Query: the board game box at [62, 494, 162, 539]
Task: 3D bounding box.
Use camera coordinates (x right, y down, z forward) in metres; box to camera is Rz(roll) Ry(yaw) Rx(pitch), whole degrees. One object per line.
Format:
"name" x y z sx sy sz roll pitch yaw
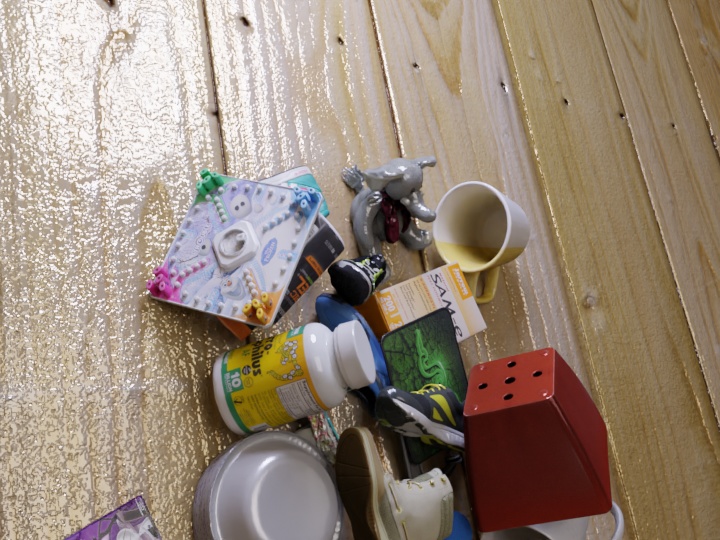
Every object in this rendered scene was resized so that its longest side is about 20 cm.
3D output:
"board game box" -0.267 0.385 0.949 0.119 0.032 0.203 -25 86 -35

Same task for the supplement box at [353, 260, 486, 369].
"supplement box" 0.098 0.077 1.311 0.198 0.073 0.128 -21 83 -39

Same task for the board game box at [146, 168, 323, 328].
"board game box" -0.171 -0.038 1.092 0.203 0.196 0.026 -69 155 -21

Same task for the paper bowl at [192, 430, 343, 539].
"paper bowl" -0.108 0.310 1.045 0.197 0.104 0.205 16 61 -31

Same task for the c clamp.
"c clamp" 0.118 0.236 1.256 0.169 0.027 0.205 -7 90 -46

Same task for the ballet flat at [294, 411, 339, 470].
"ballet flat" -0.075 0.204 1.148 0.063 0.076 0.203 -21 77 -10

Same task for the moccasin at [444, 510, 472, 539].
"moccasin" 0.073 0.390 1.163 0.197 0.068 0.082 0 62 -36

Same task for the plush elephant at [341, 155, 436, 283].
"plush elephant" 0.061 -0.112 1.314 0.163 0.154 0.203 -27 87 -39

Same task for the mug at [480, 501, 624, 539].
"mug" 0.305 0.383 1.251 0.176 0.196 0.150 -49 134 -46

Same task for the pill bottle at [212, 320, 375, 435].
"pill bottle" -0.084 0.136 1.064 0.113 0.196 0.115 -18 90 -78

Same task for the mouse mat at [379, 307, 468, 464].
"mouse mat" 0.108 0.173 1.240 0.159 0.007 0.205 -21 98 -40

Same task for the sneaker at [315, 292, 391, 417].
"sneaker" -0.013 0.128 1.217 0.078 0.066 0.202 -38 94 -36

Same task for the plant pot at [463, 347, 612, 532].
"plant pot" 0.245 0.234 1.195 0.179 0.196 0.201 66 22 -19

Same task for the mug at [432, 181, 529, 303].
"mug" 0.214 -0.057 1.426 0.149 0.188 0.152 44 22 26

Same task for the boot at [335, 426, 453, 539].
"boot" 0.051 0.291 1.093 0.153 0.071 0.205 -15 92 -42

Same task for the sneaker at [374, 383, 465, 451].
"sneaker" 0.092 0.200 1.181 0.199 0.073 0.086 36 56 -41

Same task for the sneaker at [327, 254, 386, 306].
"sneaker" 0.000 0.000 1.202 0.083 0.200 0.072 -41 91 -7

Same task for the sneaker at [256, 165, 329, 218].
"sneaker" -0.118 -0.073 1.223 0.198 0.084 0.122 -30 79 -41

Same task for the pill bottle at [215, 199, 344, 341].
"pill bottle" -0.123 0.002 1.134 0.106 0.106 0.200 45 82 -9
